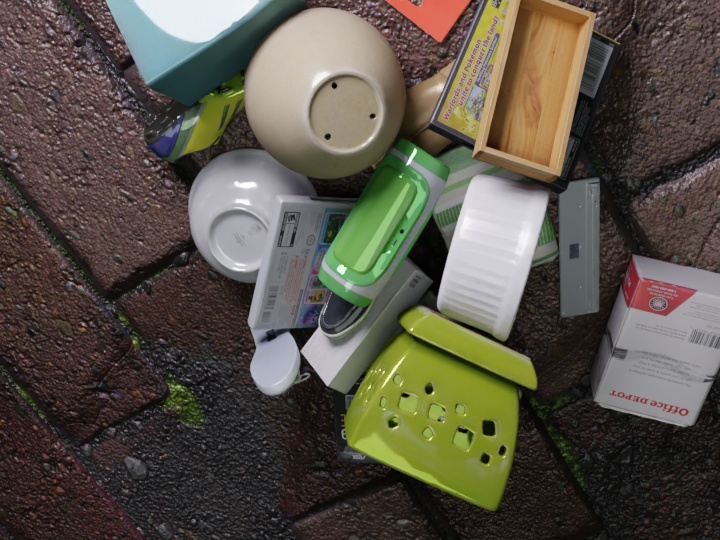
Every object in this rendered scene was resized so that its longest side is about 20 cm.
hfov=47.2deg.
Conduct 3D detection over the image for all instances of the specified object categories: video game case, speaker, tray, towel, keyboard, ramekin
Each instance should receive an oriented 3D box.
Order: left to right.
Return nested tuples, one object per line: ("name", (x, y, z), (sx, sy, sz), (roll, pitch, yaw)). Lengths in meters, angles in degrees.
("video game case", (-0.052, -0.008, 1.138), (0.180, 0.024, 0.202), (0, 121, -29))
("speaker", (0.029, -0.058, 1.017), (0.088, 0.089, 0.202), (31, 99, -7))
("towel", (0.173, -0.082, 1.119), (0.151, 0.023, 0.202), (-20, 110, 17))
("ramekin", (0.164, -0.022, 1.031), (0.096, 0.201, 0.203), (16, 118, 9))
("video game case", (0.196, -0.220, 0.979), (0.179, 0.026, 0.202), (25, 79, -4))
("tray", (0.199, -0.212, 0.947), (0.097, 0.037, 0.203), (16, 80, -6))
("keyboard", (0.300, -0.028, 1.128), (0.055, 0.011, 0.203), (-6, 115, 4))

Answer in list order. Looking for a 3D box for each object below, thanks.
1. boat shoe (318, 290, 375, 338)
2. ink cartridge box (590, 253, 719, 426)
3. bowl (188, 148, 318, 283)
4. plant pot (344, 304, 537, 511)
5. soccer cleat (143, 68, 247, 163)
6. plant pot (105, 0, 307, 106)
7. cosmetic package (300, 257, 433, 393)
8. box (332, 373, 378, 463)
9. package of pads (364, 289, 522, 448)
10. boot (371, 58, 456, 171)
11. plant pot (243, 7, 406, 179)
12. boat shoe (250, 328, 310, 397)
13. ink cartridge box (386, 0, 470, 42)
("boat shoe", (0.000, 0.000, 1.106), (0.062, 0.074, 0.201), (28, 99, -50))
("ink cartridge box", (0.415, 0.097, 1.133), (0.144, 0.083, 0.203), (13, 117, 3))
("bowl", (-0.156, -0.059, 1.143), (0.198, 0.091, 0.204), (4, 117, 7))
("plant pot", (0.105, 0.156, 1.039), (0.198, 0.199, 0.184), (25, 91, -2))
("soccer cleat", (-0.198, -0.211, 1.102), (0.198, 0.065, 0.084), (-27, 139, 16))
("plant pot", (-0.174, -0.317, 0.978), (0.198, 0.141, 0.143), (-28, 88, 8))
("cosmetic package", (0.008, 0.065, 1.146), (0.201, 0.083, 0.050), (-52, 138, 8))
("box", (0.059, 0.222, 1.269), (0.197, 0.050, 0.160), (2, 115, 7))
("package of pads", (0.111, 0.153, 1.172), (0.154, 0.068, 0.200), (-44, 86, 7))
("boot", (0.112, -0.168, 1.055), (0.199, 0.066, 0.177), (-33, 85, 21))
("plant pot", (-0.030, -0.192, 0.952), (0.197, 0.135, 0.203), (-5, 112, -12))
("boat shoe", (-0.116, 0.138, 1.176), (0.074, 0.202, 0.087), (-24, 115, -4))
("ink cartridge box", (0.092, -0.393, 0.962), (0.159, 0.047, 0.201), (35, 114, -9))
